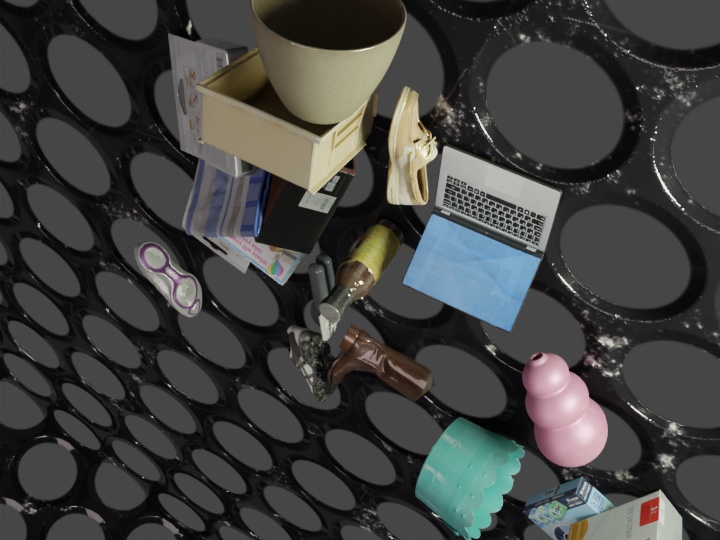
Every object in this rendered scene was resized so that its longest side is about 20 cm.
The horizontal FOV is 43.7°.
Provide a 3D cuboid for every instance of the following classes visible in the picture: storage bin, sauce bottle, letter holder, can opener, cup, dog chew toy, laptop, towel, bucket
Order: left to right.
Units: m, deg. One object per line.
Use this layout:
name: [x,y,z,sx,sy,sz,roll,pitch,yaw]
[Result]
towel: [-0.220,-0.128,1.487,0.198,0.150,0.024,4,171,45]
storage bin: [-0.099,-0.225,1.282,0.197,0.199,0.095,24,131,16]
letter holder: [-0.094,-0.151,1.445,0.099,0.144,0.201,12,139,-21]
can opener: [-0.074,0.053,1.685,0.065,0.053,0.202,21,141,22]
cup: [-0.047,-0.279,1.163,0.198,0.201,0.145,25,138,15]
sauce bottle: [0.000,0.000,1.441,0.064,0.201,0.065,22,140,20]
bucket: [0.205,0.390,1.702,0.133,0.207,0.209,29,145,25]
laptop: [0.173,-0.047,1.317,0.185,0.116,0.202,24,142,16]
dog chew toy: [0.329,0.224,1.487,0.123,0.125,0.202,-9,117,45]

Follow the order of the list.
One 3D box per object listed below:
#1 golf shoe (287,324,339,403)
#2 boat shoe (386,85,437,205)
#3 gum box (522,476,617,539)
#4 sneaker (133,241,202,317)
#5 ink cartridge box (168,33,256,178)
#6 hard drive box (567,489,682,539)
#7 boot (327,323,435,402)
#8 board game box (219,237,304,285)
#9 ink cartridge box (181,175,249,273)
golf shoe: [-0.099,0.186,1.850,0.094,0.077,0.202,31,145,37]
boat shoe: [0.079,-0.176,1.302,0.068,0.075,0.202,13,140,11]
gum box: [0.443,0.500,1.750,0.199,0.045,0.170,41,143,-6]
sneaker: [-0.411,0.013,1.925,0.099,0.075,0.201,12,140,58]
ink cartridge box: [-0.236,-0.268,1.431,0.172,0.043,0.204,28,129,44]
hard drive box: [0.464,0.500,1.592,0.199,0.156,0.077,-34,104,32]
boot: [0.041,0.210,1.758,0.197,0.065,0.188,28,142,4]
board game box: [-0.176,-0.090,1.563,0.199,0.034,0.135,37,103,1]
ink cartridge box: [-0.246,-0.098,1.673,0.159,0.048,0.200,36,146,1]
